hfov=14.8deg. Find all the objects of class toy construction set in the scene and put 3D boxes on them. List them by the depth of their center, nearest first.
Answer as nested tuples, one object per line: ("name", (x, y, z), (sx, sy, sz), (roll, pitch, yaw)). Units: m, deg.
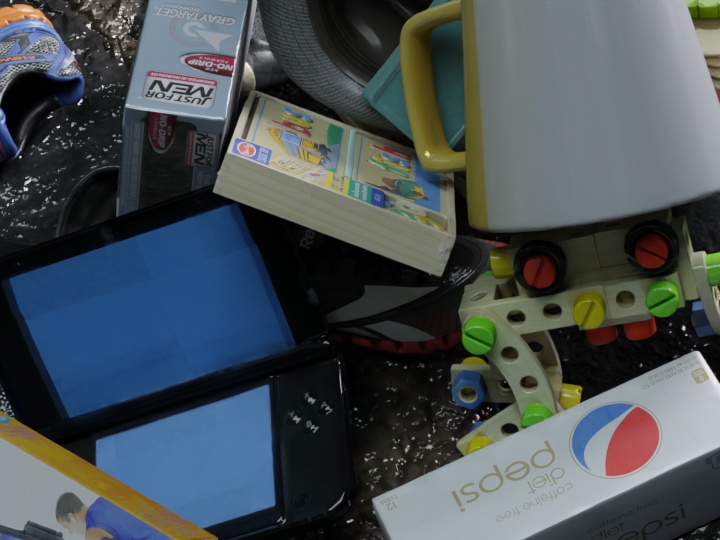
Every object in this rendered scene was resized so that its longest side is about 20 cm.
("toy construction set", (0.138, 0.030, 1.525), (0.199, 0.132, 0.092), (-16, 21, 0))

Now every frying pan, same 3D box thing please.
("frying pan", (-0.167, 0.007, 1.683), (0.190, 0.031, 0.115), (-26, 75, 43))

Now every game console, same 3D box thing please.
("game console", (-0.117, 0.069, 1.549), (0.199, 0.118, 0.171), (-19, 48, 16))

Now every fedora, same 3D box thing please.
("fedora", (0.047, -0.173, 1.637), (0.199, 0.178, 0.090), (2, 17, 19))

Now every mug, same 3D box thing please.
("mug", (0.102, -0.107, 1.496), (0.186, 0.154, 0.149), (-9, 9, 13))

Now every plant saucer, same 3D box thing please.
("plant saucer", (0.080, -0.148, 1.573), (0.070, 0.200, 0.019), (40, 25, 3))

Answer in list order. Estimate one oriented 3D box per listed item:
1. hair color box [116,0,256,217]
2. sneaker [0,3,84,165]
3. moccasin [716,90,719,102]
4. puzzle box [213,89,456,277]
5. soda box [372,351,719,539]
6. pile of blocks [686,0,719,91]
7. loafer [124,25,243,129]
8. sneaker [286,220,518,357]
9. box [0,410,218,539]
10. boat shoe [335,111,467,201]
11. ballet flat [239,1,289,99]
("hair color box", (-0.098, -0.129, 1.631), (0.060, 0.099, 0.200), (8, 48, -1))
("sneaker", (-0.260, -0.092, 1.773), (0.200, 0.075, 0.078), (-43, 56, -17))
("moccasin", (0.152, -0.124, 1.673), (0.201, 0.078, 0.074), (28, 64, 33))
("puzzle box", (-0.012, -0.053, 1.556), (0.133, 0.025, 0.200), (20, 13, -4))
("soda box", (0.113, 0.123, 1.493), (0.199, 0.064, 0.068), (-24, 49, -4))
("pile of blocks", (0.176, -0.118, 1.598), (0.082, 0.062, 0.200), (24, 84, 13))
("loafer", (-0.114, -0.102, 1.737), (0.073, 0.072, 0.200), (-15, 49, 5))
("sneaker", (0.000, 0.000, 1.604), (0.200, 0.098, 0.071), (-2, 49, 13))
("box", (-0.179, 0.160, 1.523), (0.200, 0.041, 0.119), (25, 101, 30))
("boat shoe", (0.046, -0.103, 1.697), (0.073, 0.063, 0.200), (-43, 53, -18))
("ballet flat", (-0.039, -0.175, 1.759), (0.066, 0.057, 0.200), (37, 55, 14))
